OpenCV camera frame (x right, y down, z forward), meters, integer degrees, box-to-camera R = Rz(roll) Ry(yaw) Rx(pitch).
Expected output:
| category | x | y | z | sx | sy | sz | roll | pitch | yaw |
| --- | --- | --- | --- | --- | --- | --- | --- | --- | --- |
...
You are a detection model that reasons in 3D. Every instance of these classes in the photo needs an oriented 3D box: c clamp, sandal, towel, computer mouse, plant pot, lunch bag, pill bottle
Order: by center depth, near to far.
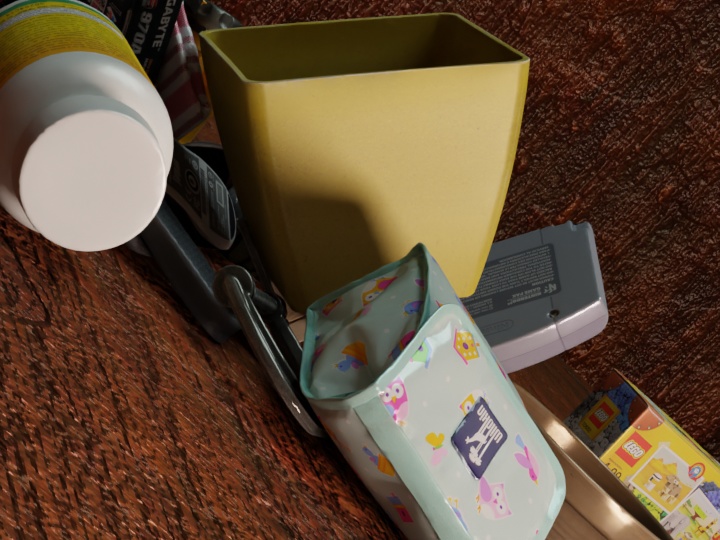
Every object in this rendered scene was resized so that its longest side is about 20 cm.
| category | x | y | z | sx | sy | sz | roll | pitch | yaw |
| --- | --- | --- | --- | --- | --- | --- | --- | --- | --- |
| pill bottle | -0.172 | -0.085 | 1.290 | 0.113 | 0.113 | 0.200 | 41 | 6 | -26 |
| lunch bag | 0.045 | 0.100 | 1.406 | 0.171 | 0.122 | 0.200 | 58 | 9 | -18 |
| sandal | -0.151 | -0.033 | 1.456 | 0.201 | 0.043 | 0.076 | 56 | 7 | 5 |
| c clamp | -0.062 | 0.040 | 1.461 | 0.171 | 0.027 | 0.200 | 63 | 3 | 4 |
| plant pot | 0.000 | -0.076 | 1.574 | 0.200 | 0.199 | 0.177 | -129 | -144 | -68 |
| computer mouse | -0.159 | -0.073 | 1.603 | 0.200 | 0.044 | 0.110 | 46 | 29 | -44 |
| towel | -0.167 | -0.188 | 1.683 | 0.146 | 0.030 | 0.201 | -27 | -105 | 59 |
| plant pot | 0.153 | 0.185 | 1.739 | 0.201 | 0.093 | 0.201 | 45 | 5 | -5 |

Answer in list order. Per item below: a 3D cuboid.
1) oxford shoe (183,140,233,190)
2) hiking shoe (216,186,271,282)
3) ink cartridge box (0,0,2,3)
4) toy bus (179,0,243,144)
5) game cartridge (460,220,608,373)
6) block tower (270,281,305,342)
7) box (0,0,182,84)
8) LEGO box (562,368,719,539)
| category | x | y | z | sx | sy | sz | roll | pitch | yaw |
| --- | --- | --- | --- | --- | --- | --- | --- | --- | --- |
| oxford shoe | -0.080 | -0.060 | 1.885 | 0.199 | 0.071 | 0.072 | 21 | 1 | 28 |
| hiking shoe | -0.050 | -0.005 | 1.773 | 0.101 | 0.076 | 0.200 | 44 | 3 | 35 |
| ink cartridge box | -0.292 | -0.302 | 1.577 | 0.145 | 0.200 | 0.145 | 47 | 6 | 26 |
| toy bus | -0.223 | -0.214 | 1.919 | 0.192 | 0.136 | 0.200 | 29 | -5 | 29 |
| game cartridge | 0.102 | 0.033 | 1.791 | 0.134 | 0.199 | 0.041 | -90 | 160 | -55 |
| block tower | 0.000 | 0.000 | 1.739 | 0.200 | 0.058 | 0.054 | -30 | 97 | -56 |
| box | -0.217 | -0.208 | 1.666 | 0.046 | 0.159 | 0.200 | -6 | 40 | -39 |
| LEGO box | 0.250 | 0.208 | 1.978 | 0.200 | 0.149 | 0.077 | 40 | 6 | -33 |
